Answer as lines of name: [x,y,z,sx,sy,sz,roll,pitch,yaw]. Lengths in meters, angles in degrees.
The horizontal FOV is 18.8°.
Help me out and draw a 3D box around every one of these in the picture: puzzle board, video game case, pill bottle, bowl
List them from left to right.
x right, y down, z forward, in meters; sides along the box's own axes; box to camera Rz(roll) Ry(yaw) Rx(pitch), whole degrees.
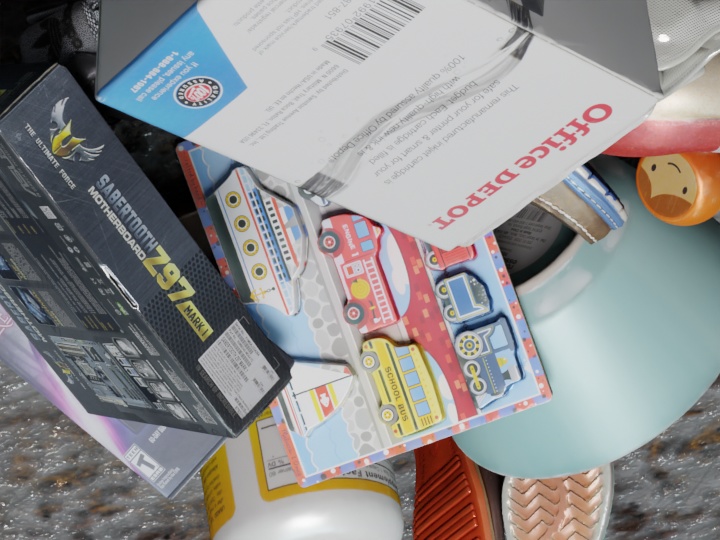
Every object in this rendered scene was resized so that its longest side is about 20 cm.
video game case: [-0.148,0.026,1.199,0.200,0.019,0.143,39,134,-4]
pill bottle: [-0.036,0.118,1.259,0.112,0.201,0.113,-10,151,-5]
puzzle board: [0.000,0.000,1.173,0.150,0.201,0.017,-20,179,13]
bowl: [0.108,0.006,1.238,0.200,0.201,0.105,-25,127,20]

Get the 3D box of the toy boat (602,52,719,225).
toy boat: [0.181,-0.081,1.137,0.199,0.131,0.131,4,125,-22]

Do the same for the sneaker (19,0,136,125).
sneaker: [-0.114,-0.128,1.028,0.113,0.076,0.200,-16,148,7]

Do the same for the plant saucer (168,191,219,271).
plant saucer: [-0.059,0.000,1.290,0.199,0.035,0.201,-10,148,-6]

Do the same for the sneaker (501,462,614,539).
sneaker: [0.134,0.101,1.374,0.071,0.201,0.080,1,174,21]

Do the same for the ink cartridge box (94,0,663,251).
ink cartridge box: [0.008,-0.103,0.938,0.199,0.084,0.145,22,139,-33]

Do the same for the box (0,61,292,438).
box: [-0.141,-0.009,1.075,0.157,0.051,0.200,1,132,55]

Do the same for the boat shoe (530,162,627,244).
boat shoe: [0.046,-0.066,1.122,0.200,0.072,0.073,35,98,-12]

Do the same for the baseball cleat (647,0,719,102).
baseball cleat: [0.089,-0.128,1.034,0.199,0.107,0.070,-3,159,14]

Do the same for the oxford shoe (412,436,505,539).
oxford shoe: [0.075,0.135,1.392,0.072,0.201,0.071,10,147,-35]
